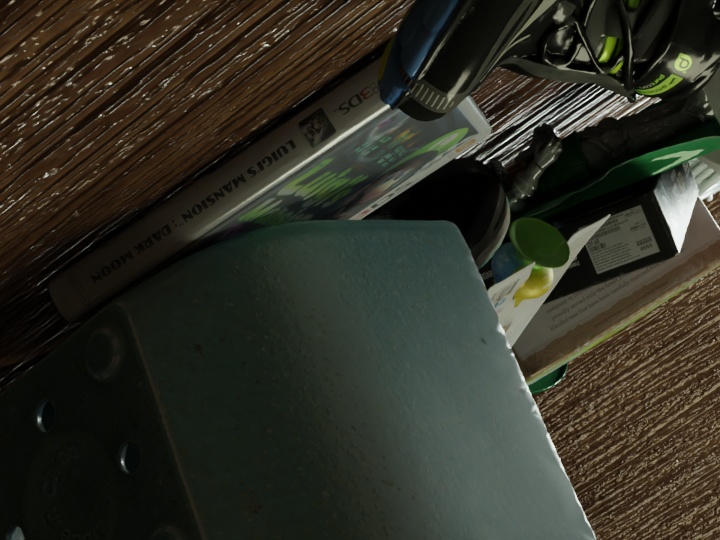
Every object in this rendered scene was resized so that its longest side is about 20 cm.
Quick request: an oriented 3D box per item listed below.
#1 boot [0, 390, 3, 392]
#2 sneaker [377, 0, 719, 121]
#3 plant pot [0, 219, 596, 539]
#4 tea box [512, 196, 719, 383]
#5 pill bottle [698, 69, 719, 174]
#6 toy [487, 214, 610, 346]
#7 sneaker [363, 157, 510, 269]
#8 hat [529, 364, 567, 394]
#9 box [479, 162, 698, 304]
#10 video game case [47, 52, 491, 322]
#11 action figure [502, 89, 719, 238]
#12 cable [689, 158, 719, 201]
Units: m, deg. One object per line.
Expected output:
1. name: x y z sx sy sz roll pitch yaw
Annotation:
1. boot: -0.183 0.114 0.819 0.200 0.073 0.150 -47 165 32
2. sneaker: 0.088 -0.095 0.538 0.199 0.083 0.071 -26 170 -37
3. plant pot: -0.051 0.098 0.656 0.196 0.197 0.199 -36 154 30
4. tea box: 0.154 0.003 1.245 0.199 0.134 0.197 -29 171 -16
5. pill bottle: 0.285 -0.119 1.075 0.112 0.113 0.200 -36 171 26
6. toy: 0.054 0.040 0.883 0.115 0.047 0.200 -29 161 -43
7. sneaker: 0.000 0.000 0.858 0.200 0.078 0.140 -41 172 -6
8. hat: 0.130 -0.013 1.363 0.200 0.165 0.177 -61 168 -63
9. box: 0.115 -0.017 1.010 0.199 0.044 0.160 -21 -170 22
10. video game case: -0.029 -0.032 0.697 0.181 0.023 0.200 -34 172 7
11. action figure: 0.122 -0.062 0.956 0.199 0.055 0.118 -27 -168 11
12. cable: 0.355 -0.128 1.480 0.200 0.069 0.200 -36 171 17
